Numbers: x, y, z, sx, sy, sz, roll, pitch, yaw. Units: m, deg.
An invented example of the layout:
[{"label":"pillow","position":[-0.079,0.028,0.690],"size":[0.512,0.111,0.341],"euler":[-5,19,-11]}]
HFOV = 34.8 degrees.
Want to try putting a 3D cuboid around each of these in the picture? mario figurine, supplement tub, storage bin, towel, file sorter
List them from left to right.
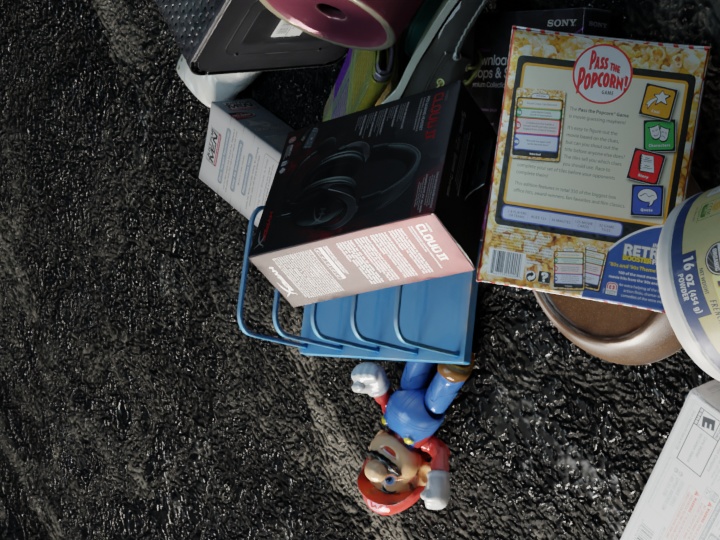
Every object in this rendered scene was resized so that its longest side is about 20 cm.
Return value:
[{"label":"storage bin","position":[-0.080,-0.269,1.098],"size":[0.135,0.199,0.094],"euler":[-47,66,45]},{"label":"file sorter","position":[-0.004,0.007,1.089],"size":[0.199,0.122,0.140],"euler":[0,78,37]},{"label":"towel","position":[-0.004,-0.169,1.100],"size":[0.200,0.023,0.144],"euler":[119,160,-50]},{"label":"mario figurine","position":[0.042,0.161,1.144],"size":[0.124,0.105,0.201],"euler":[-116,39,-60]},{"label":"supplement tub","position":[0.314,-0.009,0.757],"size":[0.200,0.144,0.145],"euler":[-25,81,49]}]

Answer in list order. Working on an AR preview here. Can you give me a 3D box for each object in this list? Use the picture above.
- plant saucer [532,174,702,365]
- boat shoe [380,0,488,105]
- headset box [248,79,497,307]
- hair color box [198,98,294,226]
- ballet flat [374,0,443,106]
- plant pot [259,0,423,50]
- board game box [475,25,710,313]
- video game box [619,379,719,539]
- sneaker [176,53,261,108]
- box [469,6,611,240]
[{"label":"plant saucer","position":[0.207,-0.016,0.968],"size":[0.200,0.032,0.202],"euler":[17,112,47]},{"label":"boat shoe","position":[0.071,-0.174,1.002],"size":[0.060,0.072,0.202],"euler":[32,129,0]},{"label":"headset box","position":[0.021,-0.064,0.957],"size":[0.199,0.077,0.150],"euler":[-12,46,32]},{"label":"hair color box","position":[-0.095,-0.103,1.270],"size":[0.200,0.060,0.100],"euler":[38,127,36]},{"label":"ballet flat","position":[0.053,-0.202,1.073],"size":[0.071,0.070,0.201],"euler":[40,128,35]},{"label":"plant pot","position":[0.001,-0.292,0.953],"size":[0.199,0.200,0.180],"euler":[12,78,47]},{"label":"board game box","position":[0.179,-0.079,0.890],"size":[0.150,0.046,0.202],"euler":[10,98,16]},{"label":"video game box","position":[0.306,0.218,0.905],"size":[0.182,0.047,0.201],"euler":[42,129,37]},{"label":"sneaker","position":[-0.188,-0.283,1.319],"size":[0.115,0.073,0.201],"euler":[-38,72,44]},{"label":"box","position":[0.141,-0.120,0.979],"size":[0.143,0.036,0.202],"euler":[13,100,53]}]
